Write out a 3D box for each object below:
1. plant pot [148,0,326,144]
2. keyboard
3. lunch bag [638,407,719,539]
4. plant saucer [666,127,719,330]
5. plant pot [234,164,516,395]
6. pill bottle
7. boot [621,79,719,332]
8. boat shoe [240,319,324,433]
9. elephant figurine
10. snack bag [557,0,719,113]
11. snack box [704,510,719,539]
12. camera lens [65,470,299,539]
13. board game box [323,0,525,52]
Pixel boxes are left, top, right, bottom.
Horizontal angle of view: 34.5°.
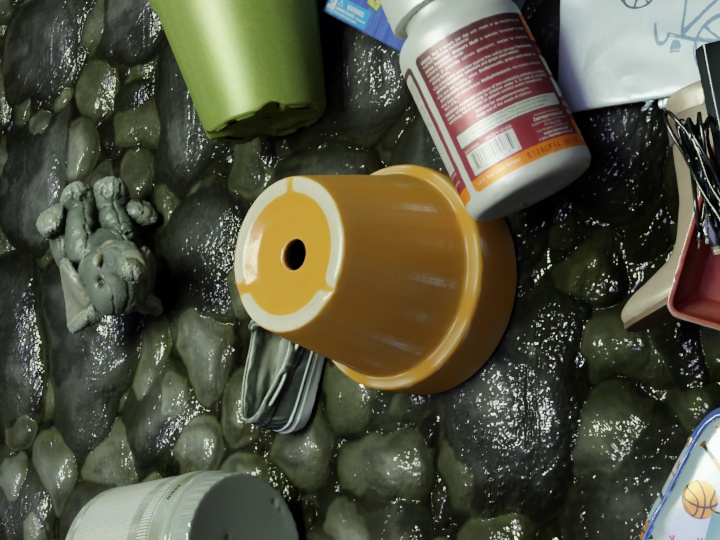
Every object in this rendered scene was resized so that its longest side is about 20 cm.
[{"bbox_3d":[-0.112,-0.233,1.143,0.199,0.199,0.192,-20,81,38],"label":"plant pot"},{"bbox_3d":[0.256,-0.051,0.731,0.103,0.040,0.202,-12,85,14],"label":"keyboard"},{"bbox_3d":[0.273,0.196,0.776,0.160,0.075,0.201,34,106,38],"label":"lunch bag"},{"bbox_3d":[0.322,-0.040,0.751,0.198,0.037,0.201,17,93,14],"label":"plant saucer"},{"bbox_3d":[0.000,0.000,0.982,0.199,0.182,0.202,-9,77,41],"label":"plant pot"},{"bbox_3d":[0.098,-0.151,0.941,0.109,0.109,0.201,-31,78,34],"label":"pill bottle"},{"bbox_3d":[0.254,-0.060,0.832,0.199,0.070,0.147,-27,72,21],"label":"boot"},{"bbox_3d":[-0.070,0.056,1.112,0.072,0.071,0.202,3,84,42],"label":"boat shoe"},{"bbox_3d":[-0.274,0.005,1.258,0.141,0.155,0.201,-35,49,7],"label":"elephant figurine"},{"bbox_3d":[0.239,-0.217,0.914,0.199,0.021,0.191,-5,79,41],"label":"snack bag"},{"bbox_3d":[0.278,0.249,0.664,0.068,0.198,0.170,172,117,-77],"label":"snack box"},{"bbox_3d":[-0.176,0.279,1.108,0.199,0.159,0.162,-18,71,39],"label":"camera lens"},{"bbox_3d":[0.076,-0.293,1.061,0.200,0.041,0.201,35,106,40],"label":"board game box"}]
